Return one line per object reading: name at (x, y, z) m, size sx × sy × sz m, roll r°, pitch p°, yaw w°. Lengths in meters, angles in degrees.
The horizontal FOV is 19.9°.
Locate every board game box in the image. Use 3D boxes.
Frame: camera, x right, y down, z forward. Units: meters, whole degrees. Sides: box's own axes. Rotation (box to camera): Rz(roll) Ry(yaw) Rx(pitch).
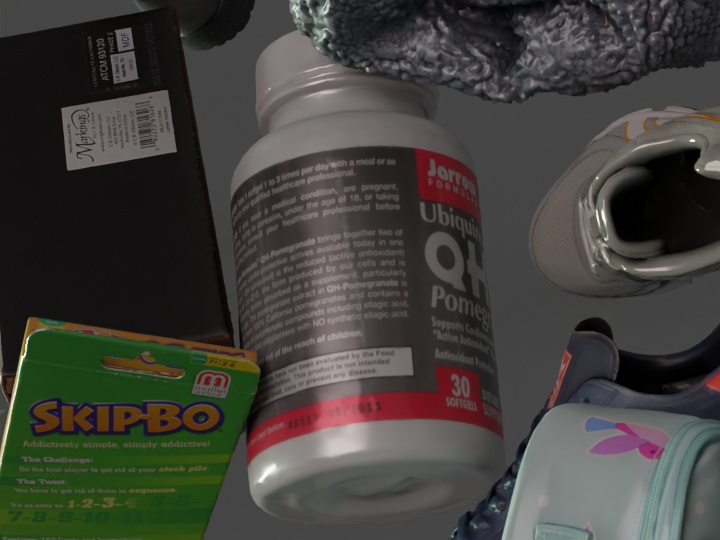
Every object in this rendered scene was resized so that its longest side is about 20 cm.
board game box at (-0.107, 0.085, 0.875) m, size 0.201 × 0.095 × 0.030 m, roll 113°, pitch 162°, yaw -50°

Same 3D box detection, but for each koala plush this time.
koala plush at (0.077, -0.185, 0.812) m, size 0.182 × 0.201 × 0.178 m, roll 19°, pitch 53°, yaw 17°

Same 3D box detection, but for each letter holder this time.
letter holder at (-0.114, 0.003, 0.965) m, size 0.099 × 0.143 × 0.201 m, roll -11°, pitch 52°, yaw -3°

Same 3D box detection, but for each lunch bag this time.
lunch bag at (0.091, 0.148, 0.636) m, size 0.076 × 0.160 × 0.202 m, roll 5°, pitch 77°, yaw 34°

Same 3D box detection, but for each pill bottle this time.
pill bottle at (0.000, 0.000, 0.885) m, size 0.110 × 0.110 × 0.202 m, roll -16°, pitch 67°, yaw 28°

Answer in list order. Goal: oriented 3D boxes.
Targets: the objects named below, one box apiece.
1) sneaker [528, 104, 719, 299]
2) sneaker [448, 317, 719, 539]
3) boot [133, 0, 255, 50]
sneaker at (0.110, -0.027, 0.792) m, size 0.200 × 0.091 × 0.076 m, roll -25°, pitch 84°, yaw 59°
sneaker at (0.083, 0.071, 0.804) m, size 0.199 × 0.075 × 0.085 m, roll -30°, pitch 100°, yaw 5°
boot at (-0.103, -0.219, 1.008) m, size 0.069 × 0.131 × 0.202 m, roll -15°, pitch 68°, yaw 29°
